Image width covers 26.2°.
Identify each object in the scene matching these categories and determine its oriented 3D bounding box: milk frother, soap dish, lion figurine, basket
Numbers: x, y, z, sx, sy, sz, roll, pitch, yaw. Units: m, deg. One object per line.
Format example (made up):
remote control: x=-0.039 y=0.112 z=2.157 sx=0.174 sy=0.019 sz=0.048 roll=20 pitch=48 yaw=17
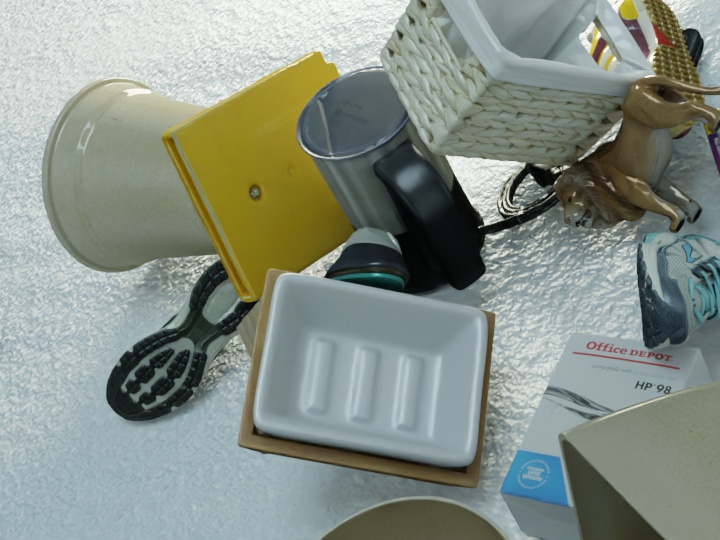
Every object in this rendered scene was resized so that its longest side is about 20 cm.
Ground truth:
milk frother: x=0.077 y=-0.102 z=1.418 sx=0.180 sy=0.188 sz=0.200 roll=25 pitch=66 yaw=41
soap dish: x=0.005 y=0.094 z=1.288 sx=0.199 sy=0.081 sz=0.158 roll=11 pitch=64 yaw=-6
lion figurine: x=0.244 y=-0.107 z=1.328 sx=0.122 sy=0.201 sz=0.072 roll=35 pitch=39 yaw=23
basket: x=0.132 y=-0.178 z=1.339 sx=0.123 sy=0.199 sz=0.136 roll=-49 pitch=54 yaw=36

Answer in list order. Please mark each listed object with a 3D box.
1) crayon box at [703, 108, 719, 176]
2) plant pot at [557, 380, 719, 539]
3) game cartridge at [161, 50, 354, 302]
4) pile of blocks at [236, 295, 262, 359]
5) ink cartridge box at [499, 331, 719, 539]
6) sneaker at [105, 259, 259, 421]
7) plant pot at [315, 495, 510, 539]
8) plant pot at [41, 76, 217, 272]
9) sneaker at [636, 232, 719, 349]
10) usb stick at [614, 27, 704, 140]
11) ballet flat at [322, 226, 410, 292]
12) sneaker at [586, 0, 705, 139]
crayon box: x=0.397 y=-0.080 z=1.309 sx=0.172 sy=0.058 sz=0.201 roll=-18 pitch=43 yaw=13
plant pot: x=0.274 y=0.186 z=1.048 sx=0.177 sy=0.200 sz=0.200 roll=-29 pitch=41 yaw=-13
game cartridge: x=-0.072 y=-0.093 z=1.471 sx=0.200 sy=0.177 sz=0.032 roll=-34 pitch=15 yaw=-35
pile of blocks: x=-0.030 y=0.093 z=1.407 sx=0.062 sy=0.082 sz=0.200 roll=-7 pitch=37 yaw=-41
ink cartridge box: x=0.205 y=0.119 z=1.229 sx=0.115 sy=0.067 sz=0.201 roll=7 pitch=54 yaw=34
sneaker: x=-0.163 y=0.068 z=1.505 sx=0.200 sy=0.077 sz=0.089 roll=-44 pitch=1 yaw=3
plant pot: x=0.047 y=0.285 z=1.117 sx=0.199 sy=0.135 sz=0.201 roll=-16 pitch=44 yaw=16
plant pot: x=-0.181 y=-0.089 z=1.538 sx=0.183 sy=0.201 sz=0.201 roll=7 pitch=55 yaw=39
sneaker: x=0.268 y=0.006 z=1.243 sx=0.086 sy=0.078 sz=0.200 roll=-4 pitch=15 yaw=15
usb stick: x=0.277 y=-0.151 z=1.464 sx=0.055 sy=0.033 sz=0.201 roll=-3 pitch=49 yaw=39
ballet flat: x=0.000 y=0.000 z=1.378 sx=0.073 sy=0.200 sz=0.073 roll=3 pitch=74 yaw=-11
sneaker: x=0.256 y=-0.176 z=1.432 sx=0.090 sy=0.075 sz=0.201 roll=-40 pitch=31 yaw=33
